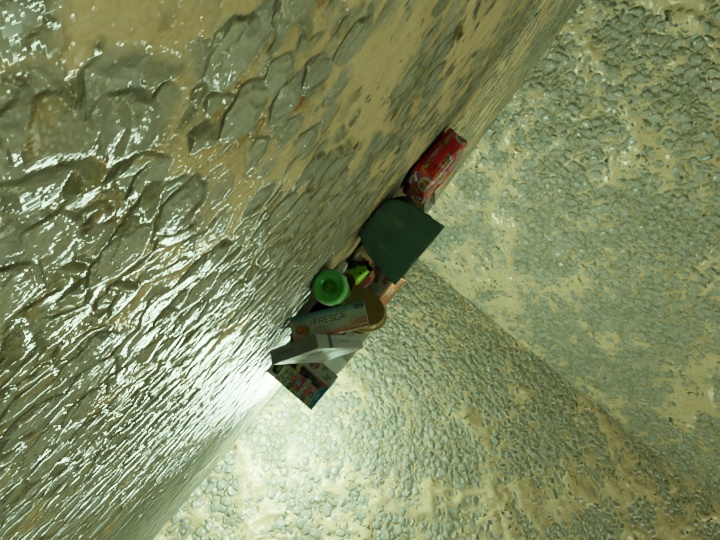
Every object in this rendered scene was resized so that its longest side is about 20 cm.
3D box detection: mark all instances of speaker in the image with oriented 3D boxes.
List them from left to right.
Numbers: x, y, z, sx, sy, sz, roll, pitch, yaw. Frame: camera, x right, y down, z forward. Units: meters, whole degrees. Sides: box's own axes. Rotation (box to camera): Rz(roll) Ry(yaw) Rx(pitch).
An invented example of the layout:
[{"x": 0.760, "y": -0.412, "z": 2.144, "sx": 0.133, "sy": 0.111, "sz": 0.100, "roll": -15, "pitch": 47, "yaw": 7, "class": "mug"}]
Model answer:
[{"x": -0.070, "y": 0.046, "z": 1.312, "sx": 0.089, "sy": 0.088, "sz": 0.200, "roll": -51, "pitch": 176, "yaw": -4, "class": "speaker"}]

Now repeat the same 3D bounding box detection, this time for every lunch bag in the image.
[{"x": 0.205, "y": -0.284, "z": 1.438, "sx": 0.200, "sy": 0.082, "sz": 0.176, "roll": -50, "pitch": 175, "yaw": -12, "class": "lunch bag"}]

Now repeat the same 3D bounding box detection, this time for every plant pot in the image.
[{"x": 0.097, "y": -0.090, "z": 1.382, "sx": 0.201, "sy": 0.161, "sz": 0.201, "roll": -48, "pitch": 175, "yaw": -5, "class": "plant pot"}]

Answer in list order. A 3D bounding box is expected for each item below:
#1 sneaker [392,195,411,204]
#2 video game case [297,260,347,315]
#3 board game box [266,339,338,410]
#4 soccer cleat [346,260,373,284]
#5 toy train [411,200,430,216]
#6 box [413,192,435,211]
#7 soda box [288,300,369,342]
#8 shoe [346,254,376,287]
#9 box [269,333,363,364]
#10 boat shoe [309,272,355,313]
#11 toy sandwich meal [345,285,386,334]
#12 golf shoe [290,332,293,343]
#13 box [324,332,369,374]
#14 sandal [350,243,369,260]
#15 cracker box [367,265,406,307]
[{"x": 0.109, "y": -0.178, "z": 1.523, "sx": 0.104, "sy": 0.060, "sz": 0.200, "roll": -50, "pitch": 180, "yaw": -32, "class": "sneaker"}, {"x": -0.113, "y": 0.074, "z": 1.517, "sx": 0.200, "sy": 0.022, "sz": 0.182, "roll": -50, "pitch": 175, "yaw": -17, "class": "video game case"}, {"x": -0.191, "y": 0.337, "z": 1.721, "sx": 0.148, "sy": 0.200, "sz": 0.064, "roll": -54, "pitch": 174, "yaw": 37, "class": "board game box"}, {"x": 0.000, "y": 0.000, "z": 1.604, "sx": 0.081, "sy": 0.068, "sz": 0.200, "roll": -30, "pitch": -172, "yaw": 7, "class": "soccer cleat"}, {"x": 0.160, "y": -0.162, "z": 1.775, "sx": 0.085, "sy": 0.116, "sz": 0.200, "roll": -48, "pitch": 175, "yaw": -27, "class": "toy train"}, {"x": 0.202, "y": -0.251, "z": 1.643, "sx": 0.200, "sy": 0.034, "sz": 0.111, "roll": -40, "pitch": 132, "yaw": -68, "class": "box"}, {"x": -0.081, "y": 0.134, "z": 1.361, "sx": 0.199, "sy": 0.069, "sz": 0.064, "roll": -12, "pitch": 172, "yaw": -3, "class": "soda box"}, {"x": 0.027, "y": -0.020, "z": 1.736, "sx": 0.200, "sy": 0.091, "sz": 0.071, "roll": -52, "pitch": 176, "yaw": 14, "class": "shoe"}, {"x": -0.110, "y": 0.205, "z": 1.369, "sx": 0.155, "sy": 0.041, "sz": 0.199, "roll": -23, "pitch": 160, "yaw": 31, "class": "box"}, {"x": -0.083, "y": 0.098, "z": 1.454, "sx": 0.201, "sy": 0.072, "sz": 0.072, "roll": -57, "pitch": 176, "yaw": -15, "class": "boat shoe"}, {"x": -0.017, "y": 0.118, "z": 1.557, "sx": 0.205, "sy": 0.204, "sz": 0.070, "roll": -46, "pitch": 166, "yaw": -51, "class": "toy sandwich meal"}, {"x": -0.145, "y": 0.186, "z": 1.519, "sx": 0.088, "sy": 0.078, "sz": 0.200, "roll": -26, "pitch": 174, "yaw": 31, "class": "golf shoe"}, {"x": -0.092, "y": 0.239, "z": 1.951, "sx": 0.199, "sy": 0.200, "sz": 0.171, "roll": -49, "pitch": 178, "yaw": -34, "class": "box"}, {"x": 0.032, "y": -0.064, "z": 1.558, "sx": 0.078, "sy": 0.070, "sz": 0.212, "roll": -48, "pitch": 175, "yaw": -31, "class": "sandal"}, {"x": 0.061, "y": 0.012, "z": 1.797, "sx": 0.057, "sy": 0.200, "sz": 0.134, "roll": 19, "pitch": 118, "yaw": -38, "class": "cracker box"}]
